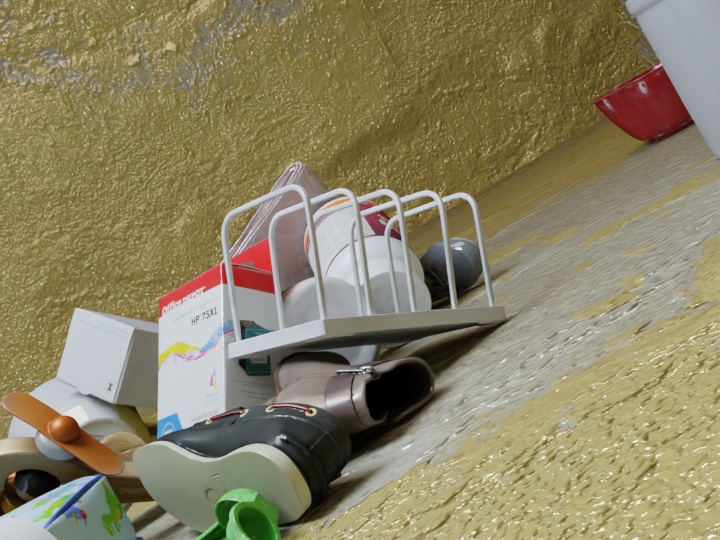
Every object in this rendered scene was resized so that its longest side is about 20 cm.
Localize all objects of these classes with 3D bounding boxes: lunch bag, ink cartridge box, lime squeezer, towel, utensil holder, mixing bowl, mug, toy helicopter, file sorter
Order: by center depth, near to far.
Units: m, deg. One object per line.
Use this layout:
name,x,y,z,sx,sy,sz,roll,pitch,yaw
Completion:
lime squeezer,-0.077,0.156,0.578,0.071,0.038,0.200,-31,4,-19
lunch bag,-0.256,0.225,0.670,0.200,0.083,0.161,-29,2,8
toy helicopter,-0.204,0.157,0.778,0.200,0.132,0.079,-1,31,-5
file sorter,0.000,0.000,0.866,0.200,0.125,0.139,-2,-10,-39
ink cartridge box,-0.130,0.070,0.917,0.067,0.200,0.116,13,-27,-38
utensil holder,0.405,-0.243,1.071,0.170,0.200,0.170,-29,3,2
mug,-0.283,0.182,1.098,0.187,0.150,0.153,-38,14,-22
towel,-0.071,0.000,1.214,0.032,0.200,0.191,26,76,48
mixing bowl,0.494,-0.279,1.640,0.200,0.108,0.200,-29,3,1

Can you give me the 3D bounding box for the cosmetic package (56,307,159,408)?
cosmetic package,-0.216,0.105,1.103,0.108,0.085,0.200,14,-3,37

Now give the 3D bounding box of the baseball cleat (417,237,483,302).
baseball cleat,0.064,0.029,1.183,0.200,0.070,0.106,-33,13,50

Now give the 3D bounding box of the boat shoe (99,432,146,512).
boat shoe,-0.258,0.227,0.863,0.200,0.074,0.069,-40,-16,-23

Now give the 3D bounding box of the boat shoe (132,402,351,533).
boat shoe,-0.085,0.133,0.683,0.201,0.074,0.063,-16,17,47

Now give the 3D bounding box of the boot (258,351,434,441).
boot,-0.009,0.095,0.776,0.146,0.070,0.200,-18,7,31

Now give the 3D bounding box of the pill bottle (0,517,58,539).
pill bottle,-0.229,0.206,0.483,0.111,0.111,0.200,-27,4,34

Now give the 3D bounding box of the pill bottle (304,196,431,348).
pill bottle,0.007,0.000,1.111,0.109,0.110,0.200,-29,28,-1

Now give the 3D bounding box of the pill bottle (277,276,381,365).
pill bottle,-0.075,0.081,1.016,0.114,0.114,0.200,-32,4,-32
